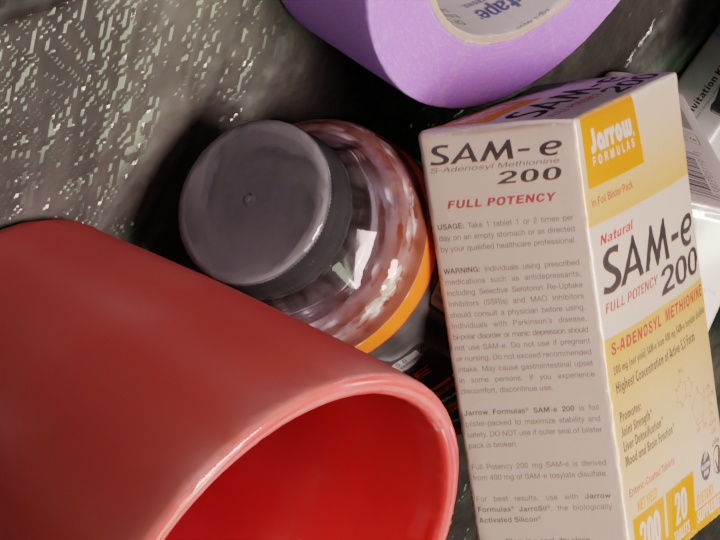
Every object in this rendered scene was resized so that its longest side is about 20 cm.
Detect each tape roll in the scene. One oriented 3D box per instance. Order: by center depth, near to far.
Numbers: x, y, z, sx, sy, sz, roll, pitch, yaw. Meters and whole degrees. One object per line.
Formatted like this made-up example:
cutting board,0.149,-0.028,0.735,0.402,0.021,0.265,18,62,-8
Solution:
tape roll,0.053,-0.169,1.188,0.200,0.066,0.200,-32,141,-30

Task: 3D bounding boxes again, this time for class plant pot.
plant pot,-0.091,0.083,1.128,0.200,0.177,0.200,-34,143,-30

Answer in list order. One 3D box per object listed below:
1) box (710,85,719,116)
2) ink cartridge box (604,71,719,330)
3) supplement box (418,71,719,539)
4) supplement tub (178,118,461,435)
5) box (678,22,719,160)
box,0.272,-0.172,1.416,0.200,0.050,0.199,-14,127,-42
ink cartridge box,0.115,0.025,1.372,0.050,0.161,0.200,17,112,-15
supplement box,0.094,0.025,1.222,0.126,0.073,0.200,-28,112,-61
supplement tub,0.000,0.000,1.238,0.107,0.107,0.200,-55,147,2
box,0.230,-0.096,1.509,0.200,0.041,0.156,-55,147,-1
